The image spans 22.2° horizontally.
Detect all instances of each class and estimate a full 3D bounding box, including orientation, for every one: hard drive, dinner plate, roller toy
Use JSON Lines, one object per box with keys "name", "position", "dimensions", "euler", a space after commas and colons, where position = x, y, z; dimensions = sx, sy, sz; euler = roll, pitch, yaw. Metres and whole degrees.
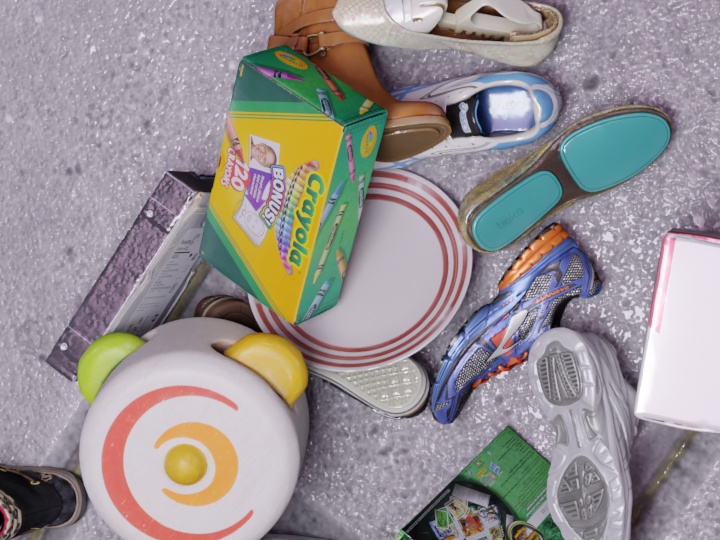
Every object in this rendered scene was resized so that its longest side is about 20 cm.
{"name": "hard drive", "position": [-0.186, 0.005, 1.609], "dimensions": [0.038, 0.140, 0.200], "euler": [35, 99, 10]}
{"name": "dinner plate", "position": [0.000, 0.000, 1.588], "dimensions": [0.199, 0.024, 0.201], "euler": [-6, 61, 12]}
{"name": "roller toy", "position": [-0.134, 0.141, 1.522], "dimensions": [0.199, 0.140, 0.183], "euler": [-6, 104, 4]}

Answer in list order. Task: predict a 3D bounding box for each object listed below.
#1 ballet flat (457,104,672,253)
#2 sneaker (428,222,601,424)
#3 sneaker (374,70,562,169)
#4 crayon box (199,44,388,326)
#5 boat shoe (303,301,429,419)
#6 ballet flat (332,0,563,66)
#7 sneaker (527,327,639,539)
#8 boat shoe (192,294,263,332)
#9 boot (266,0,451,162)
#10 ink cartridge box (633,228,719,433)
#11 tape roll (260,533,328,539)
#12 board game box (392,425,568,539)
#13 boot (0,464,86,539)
{"name": "ballet flat", "position": [0.168, -0.085, 1.552], "dimensions": [0.200, 0.071, 0.071], "euler": [-32, 84, 0]}
{"name": "sneaker", "position": [0.130, 0.057, 1.566], "dimensions": [0.078, 0.075, 0.200], "euler": [39, 102, 7]}
{"name": "sneaker", "position": [0.073, -0.130, 1.574], "dimensions": [0.199, 0.072, 0.072], "euler": [-11, 90, 17]}
{"name": "crayon box", "position": [-0.058, -0.070, 1.519], "dimensions": [0.119, 0.058, 0.200], "euler": [35, 128, 27]}
{"name": "boat shoe", "position": [-0.018, 0.068, 1.608], "dimensions": [0.200, 0.062, 0.075], "euler": [34, 82, 26]}
{"name": "ballet flat", "position": [0.076, -0.218, 1.533], "dimensions": [0.199, 0.062, 0.068], "euler": [6, 65, -19]}
{"name": "sneaker", "position": [0.205, 0.144, 1.533], "dimensions": [0.078, 0.099, 0.201], "euler": [-8, 88, 40]}
{"name": "boat shoe", "position": [-0.112, 0.117, 1.637], "dimensions": [0.075, 0.075, 0.203], "euler": [-10, 106, -27]}
{"name": "boot", "position": [-0.008, -0.173, 1.565], "dimensions": [0.199, 0.074, 0.155], "euler": [-2, 73, 30]}
{"name": "ink cartridge box", "position": [0.271, 0.044, 1.462], "dimensions": [0.085, 0.200, 0.146], "euler": [10, 94, 8]}
{"name": "tape roll", "position": [-0.024, 0.284, 1.544], "dimensions": [0.202, 0.202, 0.071], "euler": [14, 94, 14]}
{"name": "board game box", "position": [0.113, 0.209, 1.512], "dimensions": [0.105, 0.200, 0.023], "euler": [41, 125, 11]}
{"name": "boot", "position": [-0.366, 0.214, 1.654], "dimensions": [0.199, 0.151, 0.073], "euler": [2, 92, 14]}
